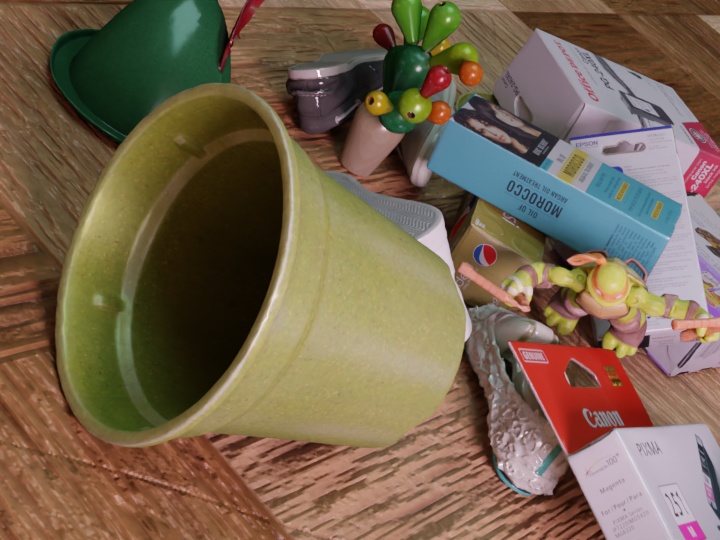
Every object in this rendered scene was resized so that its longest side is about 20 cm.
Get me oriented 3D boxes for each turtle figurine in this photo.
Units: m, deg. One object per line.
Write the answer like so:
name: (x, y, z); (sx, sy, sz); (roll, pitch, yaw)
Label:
turtle figurine: (0.173, 0.017, 0.994); (0.198, 0.065, 0.161); (9, -11, 7)

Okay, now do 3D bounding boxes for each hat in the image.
hat: (-0.124, -0.204, 1.009); (0.165, 0.177, 0.201); (25, 30, -15)

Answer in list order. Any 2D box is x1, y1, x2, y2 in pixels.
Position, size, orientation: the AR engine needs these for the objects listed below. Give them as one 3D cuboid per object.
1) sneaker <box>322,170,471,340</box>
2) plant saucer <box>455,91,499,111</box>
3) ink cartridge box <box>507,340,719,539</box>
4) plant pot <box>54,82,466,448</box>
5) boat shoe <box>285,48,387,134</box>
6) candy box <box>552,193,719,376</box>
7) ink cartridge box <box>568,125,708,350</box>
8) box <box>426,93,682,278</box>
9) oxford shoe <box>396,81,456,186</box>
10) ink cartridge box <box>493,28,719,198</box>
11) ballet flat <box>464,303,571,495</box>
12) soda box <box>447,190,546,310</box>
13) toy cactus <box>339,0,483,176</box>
sneaker: (0.000, 0.000, 0.953); (0.073, 0.116, 0.200); (-34, 32, -22)
plant saucer: (0.172, -0.103, 1.317); (0.199, 0.031, 0.201); (26, 29, -15)
ink cartridge box: (0.193, 0.118, 0.906); (0.199, 0.043, 0.175); (9, 52, -59)
plant pot: (-0.044, 0.020, 0.770); (0.184, 0.201, 0.201); (23, 28, -42)
boat shoe: (-0.014, -0.166, 1.211); (0.066, 0.058, 0.200); (4, 16, 22)
candy box: (0.303, 0.007, 1.241); (0.199, 0.072, 0.168); (-3, 45, -47)
ink cartridge box: (0.237, -0.029, 1.144); (0.094, 0.037, 0.202); (-6, 63, 7)
box: (0.159, -0.069, 1.085); (0.199, 0.049, 0.082); (29, 29, 7)
oxford shoe: (0.050, -0.132, 1.195); (0.057, 0.076, 0.200); (23, 26, -7)
ink cartridge box: (0.251, -0.146, 1.346); (0.199, 0.084, 0.146); (16, 33, -30)
ballet flat: (0.122, 0.077, 0.956); (0.071, 0.072, 0.201); (22, 30, -20)
soda box: (0.119, -0.039, 1.130); (0.067, 0.064, 0.200); (31, 29, -3)
toy cactus: (0.026, -0.152, 1.100); (0.102, 0.166, 0.201); (20, 31, -22)
